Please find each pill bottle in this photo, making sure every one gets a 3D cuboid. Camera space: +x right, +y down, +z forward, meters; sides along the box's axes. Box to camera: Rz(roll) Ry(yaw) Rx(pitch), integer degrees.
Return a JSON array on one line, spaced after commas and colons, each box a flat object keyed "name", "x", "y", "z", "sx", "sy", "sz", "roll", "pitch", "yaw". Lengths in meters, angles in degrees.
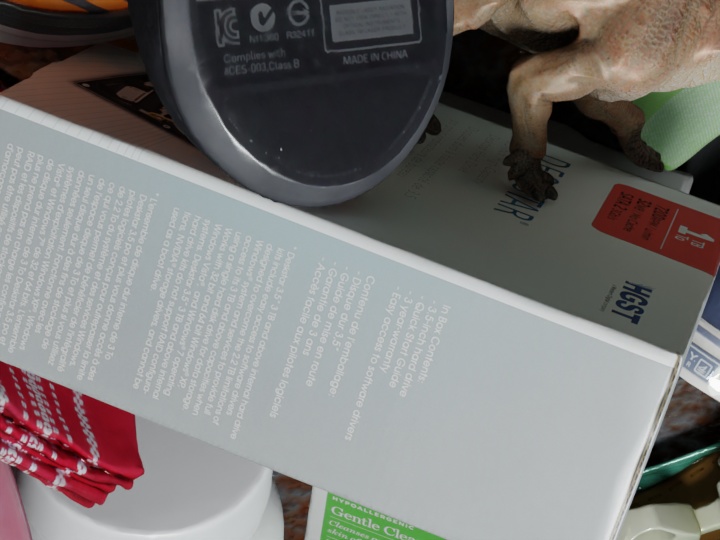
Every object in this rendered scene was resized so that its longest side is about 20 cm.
[{"name": "pill bottle", "x": -0.090, "y": 0.124, "z": 0.906, "sx": 0.113, "sy": 0.114, "sz": 0.200, "roll": -4, "pitch": 140, "yaw": -12}]

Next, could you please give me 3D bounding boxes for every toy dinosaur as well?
[{"name": "toy dinosaur", "x": 0.063, "y": -0.100, "z": 0.661, "sx": 0.199, "sy": 0.086, "sz": 0.136, "roll": 24, "pitch": 114, "yaw": -5}]

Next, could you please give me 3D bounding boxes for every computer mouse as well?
[{"name": "computer mouse", "x": -0.022, "y": -0.118, "z": 0.598, "sx": 0.138, "sy": 0.201, "sz": 0.053, "roll": -4, "pitch": -174, "yaw": -31}]

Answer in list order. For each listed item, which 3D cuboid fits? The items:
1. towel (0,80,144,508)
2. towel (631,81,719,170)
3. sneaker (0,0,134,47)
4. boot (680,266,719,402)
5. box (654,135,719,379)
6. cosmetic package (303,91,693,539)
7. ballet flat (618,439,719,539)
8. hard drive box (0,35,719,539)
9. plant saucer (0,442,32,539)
[{"name": "towel", "x": -0.138, "y": -0.025, "z": 0.691, "sx": 0.022, "sy": 0.145, "sz": 0.200, "roll": -26, "pitch": 140, "yaw": 24}, {"name": "towel", "x": 0.129, "y": -0.128, "z": 0.704, "sx": 0.200, "sy": 0.031, "sz": 0.149, "roll": -39, "pitch": 118, "yaw": 23}, {"name": "sneaker", "x": -0.108, "y": -0.121, "z": 0.616, "sx": 0.199, "sy": 0.078, "sz": 0.112, "roll": 3, "pitch": 159, "yaw": -21}, {"name": "boot", "x": 0.182, "y": 0.019, "z": 0.831, "sx": 0.091, "sy": 0.073, "sz": 0.200, "roll": -57, "pitch": 148, "yaw": 7}, {"name": "box", "x": 0.200, "y": -0.038, "z": 0.856, "sx": 0.199, "sy": 0.044, "sz": 0.161, "roll": -11, "pitch": 140, "yaw": -4}, {"name": "cosmetic package", "x": 0.046, "y": 0.040, "z": 0.846, "sx": 0.107, "sy": 0.085, "sz": 0.200, "roll": 18, "pitch": 140, "yaw": 10}, {"name": "ballet flat", "x": 0.148, "y": 0.110, "z": 0.989, "sx": 0.199, "sy": 0.068, "sz": 0.070, "roll": -22, "pitch": 169, "yaw": 12}, {"name": "hard drive box", "x": 0.000, "y": 0.000, "z": 0.673, "sx": 0.199, "sy": 0.156, "sz": 0.077, "roll": 21, "pitch": 110, "yaw": 7}, {"name": "plant saucer", "x": -0.176, "y": 0.087, "z": 0.767, "sx": 0.051, "sy": 0.201, "sz": 0.201, "roll": -18, "pitch": 148, "yaw": -34}]
